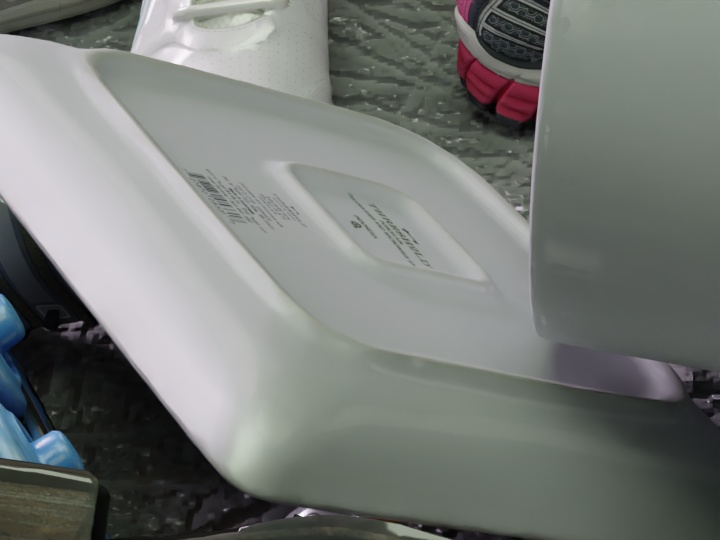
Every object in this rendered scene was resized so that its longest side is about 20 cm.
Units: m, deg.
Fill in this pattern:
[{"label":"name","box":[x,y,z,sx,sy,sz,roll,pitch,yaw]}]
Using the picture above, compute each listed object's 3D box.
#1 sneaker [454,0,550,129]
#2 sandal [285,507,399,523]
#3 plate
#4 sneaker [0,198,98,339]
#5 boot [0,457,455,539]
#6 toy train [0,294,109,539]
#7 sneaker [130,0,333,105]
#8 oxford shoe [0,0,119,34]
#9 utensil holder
[{"label":"sneaker","box":[0.128,-0.102,0.936,0.199,0.075,0.081,-15,40,-13]},{"label":"sandal","box":[-0.011,0.118,0.684,0.059,0.079,0.207,-7,42,-6]},{"label":"plate","box":[0.000,0.000,0.772,0.200,0.032,0.200,12,27,-42]},{"label":"sneaker","box":[-0.084,-0.009,0.856,0.199,0.081,0.074,25,18,9]},{"label":"boot","box":[-0.041,0.135,0.613,0.199,0.069,0.175,8,82,8]},{"label":"toy train","box":[-0.111,0.055,0.742,0.087,0.114,0.200,-32,45,-4]},{"label":"sneaker","box":[-0.044,-0.098,0.948,0.070,0.080,0.201,-1,41,2]},{"label":"oxford shoe","box":[-0.159,-0.103,0.984,0.199,0.058,0.075,-22,45,-16]},{"label":"utensil holder","box":[0.152,-0.044,0.720,0.199,0.170,0.170,7,41,10]}]
